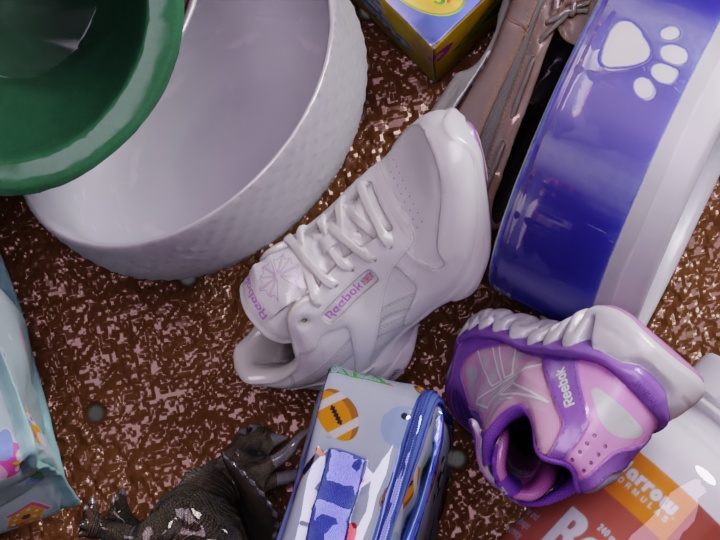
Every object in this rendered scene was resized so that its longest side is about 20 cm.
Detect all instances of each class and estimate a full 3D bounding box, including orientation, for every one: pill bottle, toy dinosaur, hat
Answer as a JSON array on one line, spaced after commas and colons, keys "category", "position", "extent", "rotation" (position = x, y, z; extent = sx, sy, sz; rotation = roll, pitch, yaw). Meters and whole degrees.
[{"category": "pill bottle", "position": [0.138, 0.142, 1.167], "extent": [0.112, 0.112, 0.200], "rotation": [42, 85, 9]}, {"category": "toy dinosaur", "position": [-0.093, 0.167, 1.196], "extent": [0.101, 0.077, 0.202], "rotation": [9, 78, 12]}, {"category": "hat", "position": [-0.178, -0.137, 1.203], "extent": [0.165, 0.176, 0.200], "rotation": [40, 85, -11]}]

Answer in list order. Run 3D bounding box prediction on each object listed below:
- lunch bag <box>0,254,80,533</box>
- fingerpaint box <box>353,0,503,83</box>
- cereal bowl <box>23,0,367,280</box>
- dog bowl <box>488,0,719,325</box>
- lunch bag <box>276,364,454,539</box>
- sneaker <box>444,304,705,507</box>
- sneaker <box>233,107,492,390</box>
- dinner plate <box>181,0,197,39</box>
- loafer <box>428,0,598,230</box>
[{"category": "lunch bag", "position": [-0.256, 0.050, 1.206], "extent": [0.169, 0.122, 0.201], "rotation": [-21, 70, 1]}, {"category": "fingerpaint box", "position": [0.030, -0.233, 1.259], "extent": [0.167, 0.073, 0.200], "rotation": [-44, 80, -5]}, {"category": "cereal bowl", "position": [-0.078, -0.079, 1.213], "extent": [0.199, 0.083, 0.201], "rotation": [-17, 54, 26]}, {"category": "dog bowl", "position": [0.139, -0.065, 1.158], "extent": [0.078, 0.200, 0.201], "rotation": [25, 83, 10]}, {"category": "lunch bag", "position": [-0.009, 0.152, 1.150], "extent": [0.075, 0.160, 0.201], "rotation": [15, 81, 6]}, {"category": "sneaker", "position": [0.083, 0.072, 1.139], "extent": [0.080, 0.200, 0.089], "rotation": [39, 73, -14]}, {"category": "sneaker", "position": [0.000, 0.000, 1.155], "extent": [0.099, 0.200, 0.075], "rotation": [-4, 52, -31]}, {"category": "dinner plate", "position": [-0.159, -0.125, 1.229], "extent": [0.199, 0.024, 0.201], "rotation": [-18, 52, 25]}, {"category": "loafer", "position": [0.101, -0.112, 1.213], "extent": [0.063, 0.072, 0.201], "rotation": [42, 107, 35]}]
